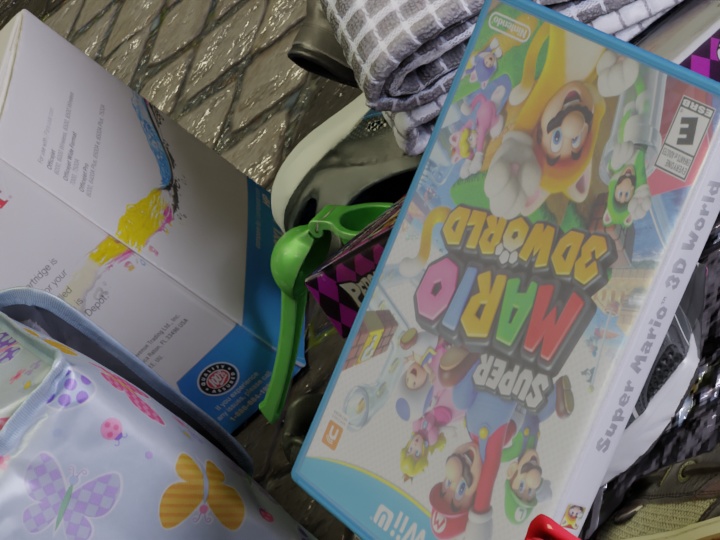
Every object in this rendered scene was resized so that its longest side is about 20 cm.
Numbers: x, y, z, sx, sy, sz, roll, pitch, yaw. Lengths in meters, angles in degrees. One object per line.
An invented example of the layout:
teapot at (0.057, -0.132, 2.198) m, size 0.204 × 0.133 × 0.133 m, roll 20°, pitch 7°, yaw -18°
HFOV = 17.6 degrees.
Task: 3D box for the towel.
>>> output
towel at (0.066, -0.164, 0.965) m, size 0.200 × 0.086 × 0.166 m, roll -30°, pitch 54°, yaw 6°

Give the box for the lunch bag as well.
lunch bag at (-0.129, 0.098, 1.066) m, size 0.127 × 0.170 × 0.200 m, roll -54°, pitch 22°, yaw -7°

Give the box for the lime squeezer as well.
lime squeezer at (0.000, 0.000, 1.083) m, size 0.200 × 0.071 × 0.038 m, roll -35°, pitch -11°, yaw 34°

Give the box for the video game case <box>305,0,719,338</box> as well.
video game case at (0.094, -0.058, 0.939) m, size 0.181 × 0.036 × 0.200 m, roll -27°, pitch 10°, yaw 45°

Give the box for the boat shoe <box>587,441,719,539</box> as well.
boat shoe at (0.132, 0.077, 0.727) m, size 0.200 × 0.073 × 0.065 m, roll -20°, pitch 42°, yaw 54°

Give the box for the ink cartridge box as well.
ink cartridge box at (-0.149, -0.001, 1.203) m, size 0.147 × 0.200 × 0.145 m, roll -42°, pitch 26°, yaw 25°

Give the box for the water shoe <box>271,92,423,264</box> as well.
water shoe at (0.045, -0.073, 1.136) m, size 0.200 × 0.071 × 0.079 m, roll -47°, pitch 50°, yaw 13°

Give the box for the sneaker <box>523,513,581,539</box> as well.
sneaker at (0.106, 0.119, 0.665) m, size 0.200 × 0.115 × 0.078 m, roll -26°, pitch 35°, yaw 47°

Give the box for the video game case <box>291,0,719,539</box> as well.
video game case at (0.051, 0.012, 0.811) m, size 0.143 × 0.018 × 0.200 m, roll 33°, pitch 104°, yaw 52°

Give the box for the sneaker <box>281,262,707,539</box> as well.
sneaker at (0.046, 0.049, 0.912) m, size 0.200 × 0.086 × 0.080 m, roll -38°, pitch 29°, yaw 31°

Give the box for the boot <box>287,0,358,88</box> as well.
boot at (0.071, -0.134, 1.076) m, size 0.070 × 0.200 × 0.132 m, roll 71°, pitch -156°, yaw -82°
